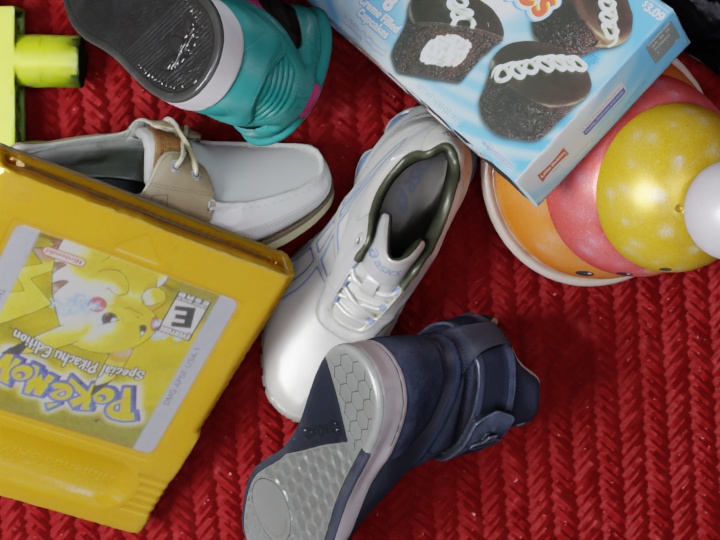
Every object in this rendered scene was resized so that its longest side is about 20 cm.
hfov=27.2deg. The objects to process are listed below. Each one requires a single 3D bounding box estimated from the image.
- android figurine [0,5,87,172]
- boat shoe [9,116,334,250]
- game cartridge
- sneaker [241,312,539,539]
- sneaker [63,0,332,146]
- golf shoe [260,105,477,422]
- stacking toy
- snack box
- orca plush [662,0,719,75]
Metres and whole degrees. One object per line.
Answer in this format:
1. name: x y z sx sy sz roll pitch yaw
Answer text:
1. android figurine: -0.258 -0.091 0.855 0.198 0.041 0.184 2 96 -3
2. boat shoe: -0.110 -0.045 0.825 0.198 0.075 0.069 -13 131 -14
3. game cartridge: -0.157 0.047 0.817 0.175 0.033 0.201 20 114 -24
4. sneaker: 0.021 0.104 0.863 0.077 0.145 0.203 54 136 23
5. sneaker: -0.080 -0.134 0.819 0.120 0.200 0.084 20 111 -43
6. golf shoe: 0.000 0.000 0.842 0.078 0.097 0.201 26 96 -6
7. stacking toy: 0.156 -0.044 0.779 0.145 0.200 0.148 -3 104 -13
8. snack box: 0.066 -0.138 0.801 0.116 0.037 0.200 -47 54 3
9. orca plush: 0.192 -0.191 0.839 0.104 0.071 0.201 -22 96 1
